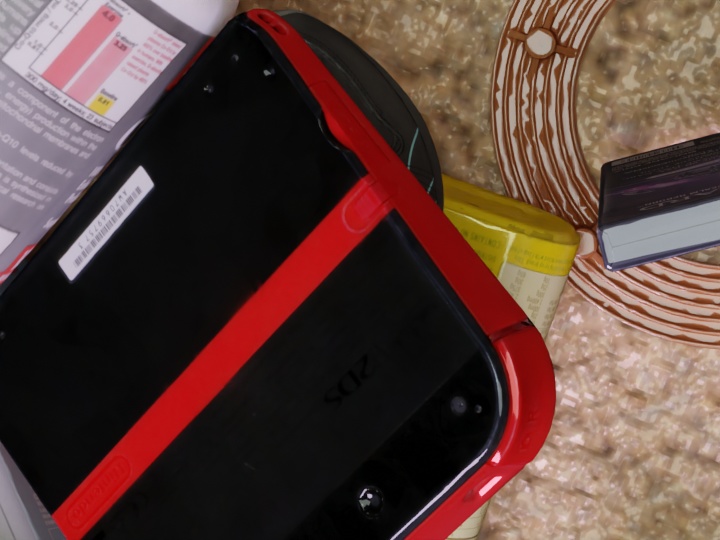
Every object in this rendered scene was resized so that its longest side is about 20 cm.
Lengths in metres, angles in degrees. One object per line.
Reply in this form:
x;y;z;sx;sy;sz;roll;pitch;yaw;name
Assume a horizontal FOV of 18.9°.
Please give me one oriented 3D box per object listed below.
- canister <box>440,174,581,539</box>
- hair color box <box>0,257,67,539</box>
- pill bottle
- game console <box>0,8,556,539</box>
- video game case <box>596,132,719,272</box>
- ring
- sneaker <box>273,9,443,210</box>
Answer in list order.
-0.007;0.056;0.873;0.148;0.087;0.201;20;100;7;canister
-0.149;0.087;0.860;0.099;0.061;0.200;-42;67;35;hair color box
-0.115;-0.094;0.759;0.116;0.116;0.200;43;100;1;pill bottle
-0.041;0.038;0.750;0.200;0.031;0.177;-46;70;28;game console
0.154;-0.038;0.767;0.142;0.200;0.019;-14;97;9;video game case
0.152;-0.066;0.875;0.200;0.019;0.201;1;97;8;ring
0.000;0.000;0.784;0.075;0.079;0.201;-21;91;11;sneaker
